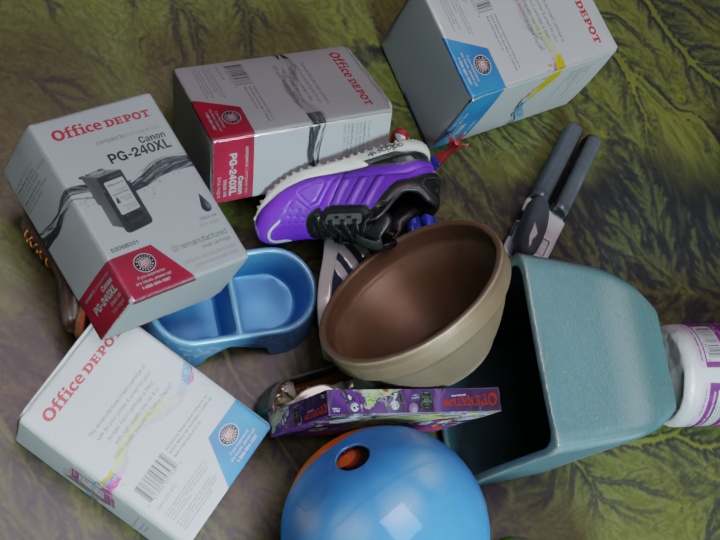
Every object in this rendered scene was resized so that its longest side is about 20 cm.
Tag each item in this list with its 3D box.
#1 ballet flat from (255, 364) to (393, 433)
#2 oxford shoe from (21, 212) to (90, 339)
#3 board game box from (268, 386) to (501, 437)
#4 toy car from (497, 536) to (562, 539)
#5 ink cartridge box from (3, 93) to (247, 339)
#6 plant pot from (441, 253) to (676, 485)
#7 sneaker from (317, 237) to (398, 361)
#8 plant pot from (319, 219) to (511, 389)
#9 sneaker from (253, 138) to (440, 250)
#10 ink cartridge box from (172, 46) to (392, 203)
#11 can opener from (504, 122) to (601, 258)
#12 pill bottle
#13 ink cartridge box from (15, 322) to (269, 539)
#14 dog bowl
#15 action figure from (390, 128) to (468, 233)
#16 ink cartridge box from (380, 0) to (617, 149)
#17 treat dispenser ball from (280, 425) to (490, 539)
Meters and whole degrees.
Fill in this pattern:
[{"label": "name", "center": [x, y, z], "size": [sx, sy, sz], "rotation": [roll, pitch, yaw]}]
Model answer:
[{"label": "ballet flat", "center": [-0.010, 0.123, 1.347], "size": [0.198, 0.064, 0.068], "rotation": [-16, 81, -21]}, {"label": "oxford shoe", "center": [-0.302, -0.023, 1.312], "size": [0.072, 0.071, 0.202], "rotation": [-2, 62, -13]}, {"label": "board game box", "center": [0.024, 0.138, 1.278], "size": [0.198, 0.120, 0.033], "rotation": [2, 77, -31]}, {"label": "toy car", "center": [0.194, 0.371, 1.278], "size": [0.156, 0.164, 0.202], "rotation": [16, 77, -11]}, {"label": "ink cartridge box", "center": [-0.226, -0.056, 1.257], "size": [0.145, 0.083, 0.201], "rotation": [-23, 76, -41]}, {"label": "plant pot", "center": [0.209, 0.106, 1.358], "size": [0.198, 0.196, 0.198], "rotation": [0, 71, -29]}, {"label": "sneaker", "center": [0.000, 0.000, 1.381], "size": [0.084, 0.075, 0.202], "rotation": [5, 70, 0]}, {"label": "plant pot", "center": [0.067, 0.050, 1.277], "size": [0.201, 0.200, 0.093], "rotation": [-48, 121, -25]}, {"label": "sneaker", "center": [-0.010, -0.058, 1.329], "size": [0.198, 0.070, 0.100], "rotation": [-22, 58, 0]}, {"label": "ink cartridge box", "center": [-0.083, -0.157, 1.379], "size": [0.198, 0.084, 0.146], "rotation": [-11, 41, -20]}, {"label": "can opener", "center": [0.224, -0.088, 1.489], "size": [0.053, 0.067, 0.201], "rotation": [31, 66, -5]}, {"label": "pill bottle", "center": [0.423, 0.114, 1.455], "size": [0.198, 0.112, 0.114], "rotation": [0, 71, -16]}, {"label": "ink cartridge box", "center": [-0.212, 0.155, 1.264], "size": [0.199, 0.085, 0.145], "rotation": [38, 64, -3]}, {"label": "dog bowl", "center": [-0.135, 0.032, 1.349], "size": [0.198, 0.050, 0.113], "rotation": [-7, 74, -19]}, {"label": "action figure", "center": [0.078, -0.073, 1.424], "size": [0.065, 0.099, 0.202], "rotation": [-1, 68, -39]}, {"label": "ink cartridge box", "center": [0.155, -0.253, 1.483], "size": [0.198, 0.145, 0.148], "rotation": [-20, 78, -22]}, {"label": "treat dispenser ball", "center": [0.024, 0.248, 1.238], "size": [0.199, 0.201, 0.203], "rotation": [5, 70, -15]}]
